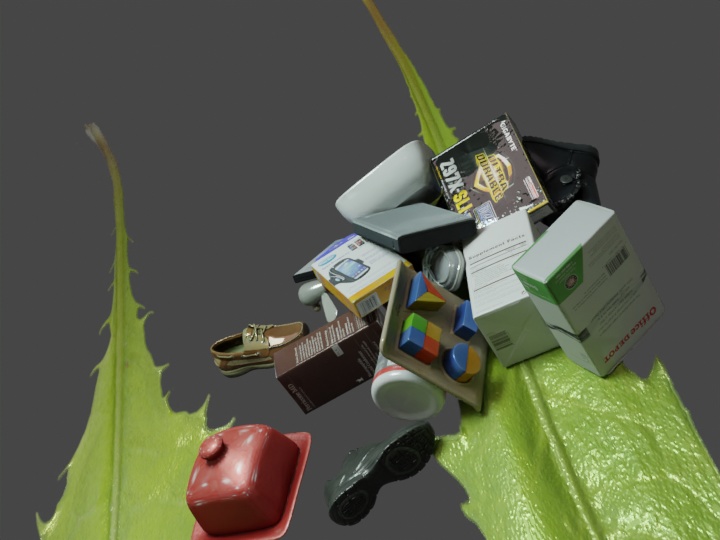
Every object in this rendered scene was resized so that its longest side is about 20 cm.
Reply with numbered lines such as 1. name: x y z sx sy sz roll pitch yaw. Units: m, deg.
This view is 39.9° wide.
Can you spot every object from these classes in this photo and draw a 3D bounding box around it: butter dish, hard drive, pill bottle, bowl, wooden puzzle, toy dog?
1. butter dish: -0.200 0.316 1.567 0.198 0.148 0.201 -14 40 28
2. hard drive: 0.086 -0.072 1.645 0.138 0.033 0.200 -15 15 -18
3. pill bottle: 0.089 0.127 1.566 0.115 0.116 0.201 -15 39 28
4. bowl: 0.065 -0.137 1.804 0.199 0.200 0.075 -36 76 11
5. wooden puzzle: 0.125 0.091 1.501 0.046 0.199 0.186 -40 25 40
6. toy dog: -0.009 0.047 1.777 0.131 0.097 0.199 -30 14 -37

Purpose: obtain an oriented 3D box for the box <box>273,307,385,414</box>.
1. box: -0.037 0.145 1.667 0.199 0.100 0.075 -30 31 11

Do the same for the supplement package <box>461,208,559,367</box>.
1. supplement package: 0.241 0.025 1.547 0.119 0.122 0.201 -24 35 18

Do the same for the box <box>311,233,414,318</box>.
1. box: 0.000 0.000 1.672 0.119 0.042 0.200 -32 29 -11

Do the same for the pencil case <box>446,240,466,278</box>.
1. pencil case: 0.198 -0.074 1.742 0.201 0.078 0.089 -56 18 -27

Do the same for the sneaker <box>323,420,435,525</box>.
1. sneaker: 0.021 0.286 1.479 0.199 0.076 0.091 -37 27 -5

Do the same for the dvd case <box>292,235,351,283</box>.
1. dvd case: -0.026 -0.034 1.874 0.142 0.018 0.200 -15 14 29

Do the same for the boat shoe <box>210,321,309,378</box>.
1. boat shoe: -0.191 0.138 1.835 0.199 0.074 0.076 -23 36 20

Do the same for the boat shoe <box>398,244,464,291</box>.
1. boat shoe: 0.108 -0.017 1.628 0.202 0.064 0.075 -138 57 -61

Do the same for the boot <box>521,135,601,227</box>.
1. boot: 0.313 -0.149 1.695 0.198 0.077 0.169 5 44 10

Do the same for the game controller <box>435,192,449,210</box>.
1. game controller: 0.183 -0.170 1.841 0.104 0.042 0.200 -42 8 32

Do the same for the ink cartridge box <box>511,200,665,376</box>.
1. ink cartridge box: 0.325 0.027 1.404 0.146 0.200 0.084 -43 31 -12

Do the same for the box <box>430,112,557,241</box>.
1. box: 0.220 -0.144 1.672 0.159 0.049 0.201 -31 56 20
